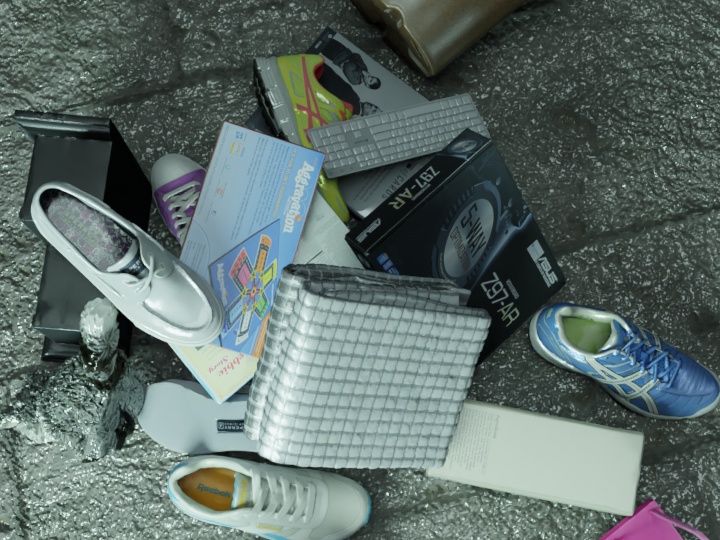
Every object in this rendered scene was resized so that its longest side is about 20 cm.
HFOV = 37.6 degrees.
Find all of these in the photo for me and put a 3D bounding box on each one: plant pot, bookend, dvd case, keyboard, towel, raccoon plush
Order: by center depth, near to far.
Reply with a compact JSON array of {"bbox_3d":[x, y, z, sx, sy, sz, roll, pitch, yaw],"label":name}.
[{"bbox_3d":[0.004,0.083,0.941,0.199,0.086,0.167,6,108,-32],"label":"towel"},{"bbox_3d":[-0.284,0.091,1.017,0.133,0.097,0.202,15,117,15],"label":"raccoon plush"},{"bbox_3d":[-0.277,-0.022,1.027,0.091,0.199,0.202,5,77,1],"label":"bookend"},{"bbox_3d":[0.042,-0.139,1.082,0.199,0.011,0.057,-17,79,-27],"label":"keyboard"},{"bbox_3d":[0.095,-0.322,1.100,0.198,0.200,0.200,-44,78,-1],"label":"plant pot"},{"bbox_3d":[-0.004,-0.149,1.138,0.200,0.025,0.151,38,80,10],"label":"dvd case"}]

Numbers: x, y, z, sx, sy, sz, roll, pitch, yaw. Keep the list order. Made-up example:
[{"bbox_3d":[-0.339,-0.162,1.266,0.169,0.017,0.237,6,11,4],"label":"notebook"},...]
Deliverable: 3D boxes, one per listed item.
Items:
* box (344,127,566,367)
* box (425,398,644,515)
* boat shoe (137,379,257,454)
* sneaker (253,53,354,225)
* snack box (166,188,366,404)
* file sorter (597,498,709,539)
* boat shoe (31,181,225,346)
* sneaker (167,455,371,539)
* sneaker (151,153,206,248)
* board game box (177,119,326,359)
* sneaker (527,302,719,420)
[{"bbox_3d":[0.097,-0.009,1.021,0.160,0.200,0.043,-41,36,-9],"label":"box"},{"bbox_3d":[0.166,0.179,1.026,0.198,0.068,0.083,12,78,5],"label":"box"},{"bbox_3d":[-0.128,0.140,1.049,0.198,0.070,0.072,-2,94,27],"label":"boat shoe"},{"bbox_3d":[-0.041,-0.139,1.088,0.090,0.078,0.202,-18,80,-13],"label":"sneaker"},{"bbox_3d":[-0.093,0.018,1.002,0.200,0.037,0.116,-39,91,-11],"label":"snack box"},{"bbox_3d":[0.245,0.330,0.942,0.199,0.125,0.139,-36,91,-7],"label":"file sorter"},{"bbox_3d":[-0.200,-0.007,0.915,0.200,0.069,0.072,45,80,-4],"label":"boat shoe"},{"bbox_3d":[-0.089,0.223,1.019,0.198,0.081,0.077,5,74,2],"label":"sneaker"},{"bbox_3d":[-0.162,-0.047,1.073,0.072,0.114,0.201,-29,75,-4],"label":"sneaker"},{"bbox_3d":[-0.108,-0.028,0.976,0.102,0.019,0.202,17,81,-3],"label":"board game box"},{"bbox_3d":[0.261,0.090,1.040,0.198,0.077,0.076,21,76,6],"label":"sneaker"}]
